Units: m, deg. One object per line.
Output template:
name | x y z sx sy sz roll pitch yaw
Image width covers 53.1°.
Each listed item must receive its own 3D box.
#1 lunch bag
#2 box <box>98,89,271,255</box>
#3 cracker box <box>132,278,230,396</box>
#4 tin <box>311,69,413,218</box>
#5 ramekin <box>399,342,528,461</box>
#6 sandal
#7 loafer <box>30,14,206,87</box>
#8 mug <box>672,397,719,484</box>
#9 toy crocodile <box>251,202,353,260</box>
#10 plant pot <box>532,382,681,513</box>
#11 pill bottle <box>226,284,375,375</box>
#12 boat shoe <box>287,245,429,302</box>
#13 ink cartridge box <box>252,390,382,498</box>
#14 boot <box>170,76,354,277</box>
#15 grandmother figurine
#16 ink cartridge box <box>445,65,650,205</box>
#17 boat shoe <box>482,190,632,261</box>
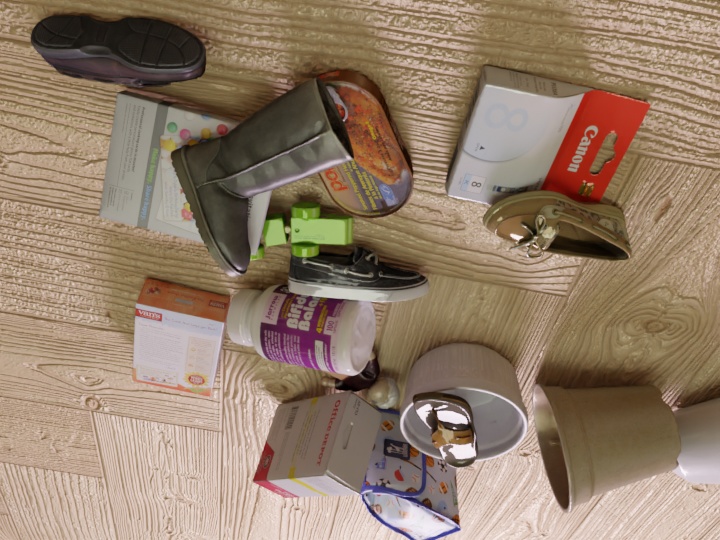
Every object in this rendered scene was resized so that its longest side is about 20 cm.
lunch bag | 0.078 0.350 1.248 0.200 0.171 0.124 38 124 -25
box | -0.207 -0.118 0.885 0.199 0.041 0.157 14 108 -8
cracker box | -0.286 0.111 1.143 0.133 0.058 0.201 14 135 -7
tin | -0.006 -0.149 0.874 0.111 0.042 0.201 -16 129 16
ramekin | 0.162 0.205 1.145 0.199 0.105 0.201 3 135 3
sandal | 0.132 0.249 1.079 0.081 0.055 0.201 -7 132 14
loafer | -0.264 -0.240 0.808 0.198 0.072 0.063 10 154 6
mug | 0.578 0.284 1.148 0.152 0.150 0.187 -18 123 33
toy crocodile | -0.108 -0.056 0.962 0.198 0.062 0.068 -3 108 2
plant pot | 0.386 0.261 1.129 0.182 0.201 0.201 -10 133 1
pill bottle | -0.087 0.080 1.038 0.199 0.113 0.113 7 136 21
boat shoe | 0.000 0.000 0.998 0.198 0.072 0.068 4 105 -4
ink cartridge box | -0.072 0.293 1.197 0.083 0.146 0.199 38 143 -28
boot | -0.099 -0.102 0.829 0.199 0.073 0.183 -19 109 9
grandmother figurine | -0.019 0.161 1.159 0.200 0.061 0.121 35 137 -21
ink cartridge box | 0.216 -0.141 0.847 0.198 0.047 0.161 12 134 -2
boat shoe | 0.248 -0.050 0.888 0.198 0.063 0.073 2 145 -16
